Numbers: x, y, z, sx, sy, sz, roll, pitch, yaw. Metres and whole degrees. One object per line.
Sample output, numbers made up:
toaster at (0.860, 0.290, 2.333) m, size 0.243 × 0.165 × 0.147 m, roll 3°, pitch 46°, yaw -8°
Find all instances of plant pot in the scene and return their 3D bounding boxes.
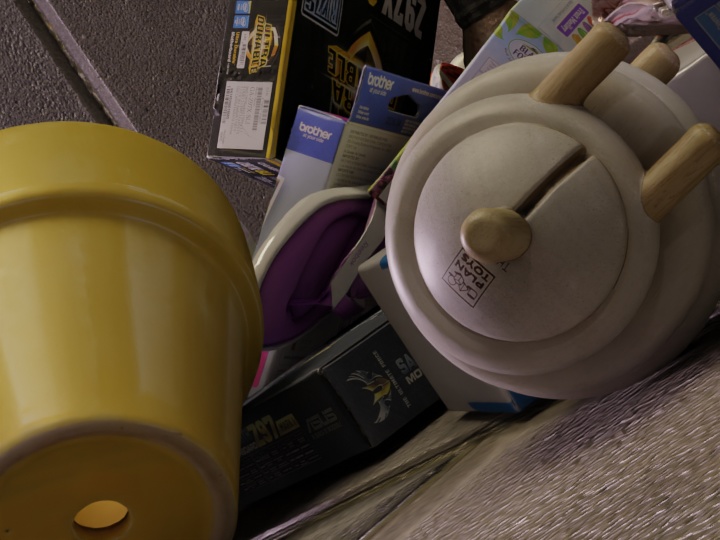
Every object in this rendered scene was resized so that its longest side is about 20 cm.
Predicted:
plant pot at (-0.136, 0.061, 1.086) m, size 0.201 × 0.201 × 0.189 m, roll -34°, pitch 38°, yaw 11°

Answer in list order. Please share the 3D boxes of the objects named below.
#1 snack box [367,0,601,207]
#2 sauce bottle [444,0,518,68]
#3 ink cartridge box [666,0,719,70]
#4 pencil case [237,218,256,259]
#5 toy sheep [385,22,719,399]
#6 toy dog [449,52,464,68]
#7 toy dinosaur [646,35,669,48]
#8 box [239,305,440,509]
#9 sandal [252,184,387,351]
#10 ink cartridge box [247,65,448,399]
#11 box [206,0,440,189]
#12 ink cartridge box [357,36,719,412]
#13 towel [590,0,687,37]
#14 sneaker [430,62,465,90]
snack box at (0.093, -0.113, 1.294) m, size 0.142 × 0.053 × 0.200 m, roll -50°, pitch -1°, yaw 32°
sauce bottle at (0.108, -0.117, 1.442) m, size 0.065 × 0.200 × 0.065 m, roll -33°, pitch 5°, yaw 3°
ink cartridge box at (0.157, -0.111, 0.833) m, size 0.076 × 0.136 × 0.200 m, roll -33°, pitch 39°, yaw 18°
pencil case at (-0.147, 0.013, 1.274) m, size 0.091 × 0.083 × 0.200 m, roll 22°, pitch 23°, yaw 35°
toy sheep at (0.072, -0.018, 0.819) m, size 0.138 × 0.138 × 0.200 m, roll -33°, pitch -14°, yaw 17°
toy dog at (0.104, -0.082, 1.623) m, size 0.194 × 0.140 × 0.200 m, roll -48°, pitch 5°, yaw -9°
toy dinosaur at (0.182, -0.059, 1.263) m, size 0.181 × 0.105 × 0.200 m, roll -10°, pitch 56°, yaw 62°
box at (0.006, 0.053, 1.195) m, size 0.158 × 0.051 × 0.200 m, roll -35°, pitch 1°, yaw -30°
sandal at (0.001, -0.007, 1.265) m, size 0.050 × 0.083 × 0.203 m, roll 17°, pitch 24°, yaw 26°
ink cartridge box at (-0.014, -0.020, 1.329) m, size 0.119 × 0.042 × 0.200 m, roll 7°, pitch -77°, yaw -62°
box at (-0.018, -0.123, 1.386) m, size 0.049 × 0.160 × 0.200 m, roll 2°, pitch -10°, yaw 25°
ink cartridge box at (0.110, -0.027, 0.991) m, size 0.200 × 0.086 × 0.146 m, roll -33°, pitch 2°, yaw -9°
towel at (0.225, -0.135, 1.127) m, size 0.200 × 0.032 × 0.191 m, roll -1°, pitch 4°, yaw -2°
sneaker at (0.065, -0.046, 1.473) m, size 0.077 × 0.073 × 0.200 m, roll -47°, pitch 33°, yaw 30°
